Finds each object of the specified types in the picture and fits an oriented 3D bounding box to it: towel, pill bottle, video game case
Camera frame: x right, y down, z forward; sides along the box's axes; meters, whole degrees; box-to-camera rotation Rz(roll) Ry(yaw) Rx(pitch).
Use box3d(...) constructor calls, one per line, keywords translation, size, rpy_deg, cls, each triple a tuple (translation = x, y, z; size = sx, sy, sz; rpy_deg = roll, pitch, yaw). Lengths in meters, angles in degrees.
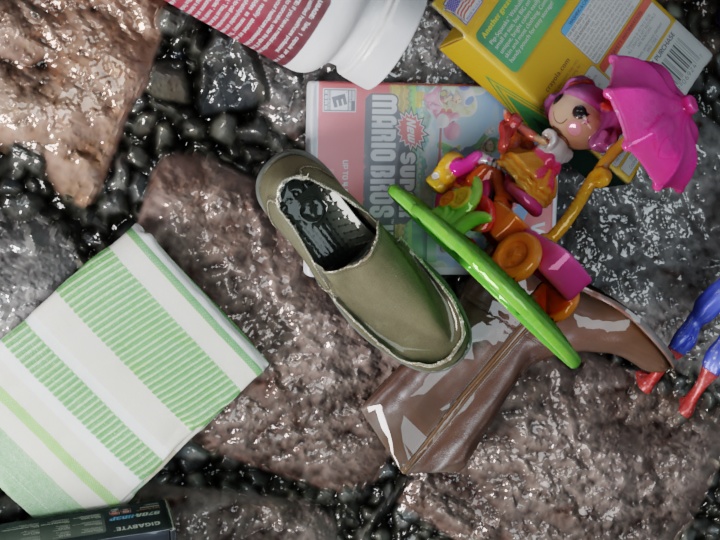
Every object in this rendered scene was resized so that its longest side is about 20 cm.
box3d(translation=(-0.185, 0.084, 0.903), size=(0.200, 0.023, 0.153), rpy_deg=(-43, 106, -4), cls="towel")
box3d(translation=(-0.059, -0.206, 0.846), size=(0.199, 0.113, 0.114), rpy_deg=(27, 90, -17), cls="pill bottle")
box3d(translation=(0.056, -0.068, 0.949), size=(0.198, 0.017, 0.145), rpy_deg=(-1, 98, -16), cls="video game case")

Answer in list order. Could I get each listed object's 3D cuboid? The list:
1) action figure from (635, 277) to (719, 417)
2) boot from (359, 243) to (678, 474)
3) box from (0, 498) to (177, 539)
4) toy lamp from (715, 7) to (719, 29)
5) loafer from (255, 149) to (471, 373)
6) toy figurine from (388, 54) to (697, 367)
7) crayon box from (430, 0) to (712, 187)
box3d(translation=(0.297, 0.010, 1.002), size=(0.065, 0.099, 0.201), rpy_deg=(31, 114, 0), cls="action figure")
box3d(translation=(0.120, 0.091, 0.961), size=(0.186, 0.064, 0.201), rpy_deg=(35, 92, -9), cls="boot")
box3d(translation=(-0.226, 0.256, 0.893), size=(0.198, 0.046, 0.161), rpy_deg=(-6, 109, -15), cls="box")
box3d(translation=(0.258, -0.243, 0.961), size=(0.200, 0.058, 0.058), rpy_deg=(40, 87, -15), cls="toy lamp")
box3d(translation=(0.000, 0.000, 0.889), size=(0.200, 0.070, 0.075), rpy_deg=(43, 96, -7), cls="loafer")
box3d(translation=(0.137, -0.066, 0.846), size=(0.184, 0.200, 0.150), rpy_deg=(-47, 130, 2), cls="toy figurine")
box3d(translation=(0.149, -0.173, 0.930), size=(0.200, 0.052, 0.126), rpy_deg=(39, 78, -15), cls="crayon box")
